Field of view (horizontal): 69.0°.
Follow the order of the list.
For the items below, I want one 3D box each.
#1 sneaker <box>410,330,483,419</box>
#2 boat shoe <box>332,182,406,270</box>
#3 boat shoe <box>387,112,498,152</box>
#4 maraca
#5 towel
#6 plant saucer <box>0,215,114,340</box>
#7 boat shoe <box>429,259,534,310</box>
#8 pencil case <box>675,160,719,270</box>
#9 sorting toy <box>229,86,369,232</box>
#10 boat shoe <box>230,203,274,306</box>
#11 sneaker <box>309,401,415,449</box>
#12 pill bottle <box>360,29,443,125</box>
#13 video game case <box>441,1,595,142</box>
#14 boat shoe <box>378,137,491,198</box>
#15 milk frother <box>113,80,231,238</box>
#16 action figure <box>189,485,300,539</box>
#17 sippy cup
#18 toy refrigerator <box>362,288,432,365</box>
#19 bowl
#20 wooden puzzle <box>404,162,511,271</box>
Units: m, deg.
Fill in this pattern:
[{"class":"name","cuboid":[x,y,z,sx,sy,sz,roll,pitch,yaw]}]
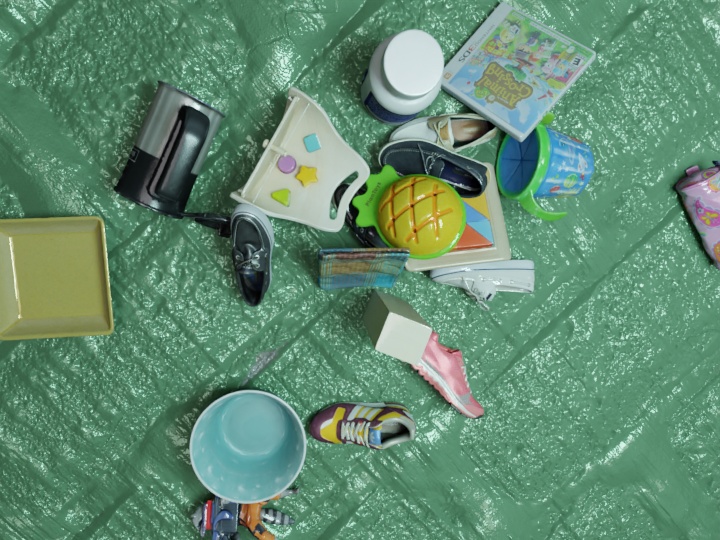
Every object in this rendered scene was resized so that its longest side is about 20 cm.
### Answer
[{"class":"sneaker","cuboid":[0.173,0.195,0.980,0.200,0.074,0.087,44,90,-9]},{"class":"boat shoe","cuboid":[0.028,-0.076,0.932,0.074,0.066,0.200,-39,99,1]},{"class":"boat shoe","cuboid":[0.144,-0.241,0.920,0.196,0.068,0.076,-15,99,-3]},{"class":"maraca","cuboid":[0.077,-0.097,0.858,0.198,0.107,0.139,28,84,24]},{"class":"towel","cuboid":[0.000,0.000,0.877,0.144,0.200,0.022,-2,75,-5]},{"class":"plant saucer","cuboid":[-0.524,0.011,0.898,0.196,0.048,0.204,-2,98,-6]},{"class":"boat shoe","cuboid":[0.225,0.029,0.960,0.198,0.075,0.088,-1,81,-12]},{"class":"pencil case","cuboid":[0.673,-0.099,0.987,0.087,0.087,0.202,-34,99,0]},{"class":"sorting toy","cuboid":[-0.085,-0.159,0.872,0.178,0.107,0.202,30,86,-1]},{"class":"boat shoe","cuboid":[-0.183,-0.016,0.865,0.069,0.067,0.202,8,138,-2]},{"class":"sneaker","cuboid":[0.004,0.288,0.966,0.196,0.090,0.076,-7,98,-5]},{"class":"pill bottle","cuboid":[0.066,-0.306,0.837,0.117,0.200,0.122,-1,98,-5]},{"class":"video game case","cuboid":[0.256,-0.341,0.887,0.182,0.022,0.200,-48,65,2]},{"class":"boat shoe","cuboid":[0.124,-0.171,0.888,0.197,0.063,0.075,17,130,3]},{"class":"milk frother","cuboid":[-0.266,-0.172,0.871,0.199,0.179,0.191,20,98,-51]},{"class":"action figure","cuboid":[-0.219,0.479,0.967,0.190,0.105,0.204,8,72,-2]},{"class":"sippy cup","cuboid":[0.329,-0.186,0.921,0.128,0.140,0.181,6,107,-17]},{"class":"toy refrigerator","cuboid":[0.055,0.093,0.890,0.075,0.200,0.071,22,95,-9]},{"class":"bowl","cuboid":[-0.194,0.294,0.940,0.197,0.105,0.205,-1,98,-5]},{"class":"wooden puzzle","cuboid":[0.160,-0.100,0.924,0.196,0.037,0.189,-5,74,-7]}]
